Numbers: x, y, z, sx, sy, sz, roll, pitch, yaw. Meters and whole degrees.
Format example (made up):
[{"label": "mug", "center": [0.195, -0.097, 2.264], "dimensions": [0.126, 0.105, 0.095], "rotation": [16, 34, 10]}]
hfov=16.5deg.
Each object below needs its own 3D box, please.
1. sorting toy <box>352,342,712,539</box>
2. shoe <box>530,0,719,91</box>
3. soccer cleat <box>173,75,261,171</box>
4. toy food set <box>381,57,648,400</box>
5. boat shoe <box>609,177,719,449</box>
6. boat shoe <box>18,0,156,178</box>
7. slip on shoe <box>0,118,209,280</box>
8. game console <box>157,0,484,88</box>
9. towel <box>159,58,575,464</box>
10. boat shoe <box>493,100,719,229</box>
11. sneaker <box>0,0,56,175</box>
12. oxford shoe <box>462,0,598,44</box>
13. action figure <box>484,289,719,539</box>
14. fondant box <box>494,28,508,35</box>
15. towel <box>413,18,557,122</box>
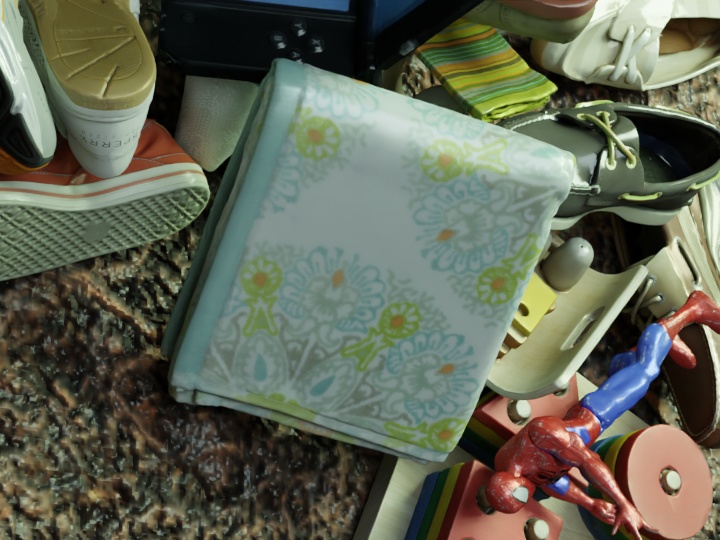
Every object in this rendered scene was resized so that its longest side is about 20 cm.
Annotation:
[{"label": "sorting toy", "center": [0.111, 0.140, 1.431], "dimensions": [0.200, 0.069, 0.200], "rotation": [35, 58, -22]}, {"label": "shoe", "center": [0.190, -0.153, 1.574], "dimensions": [0.199, 0.070, 0.053], "rotation": [-13, 44, -41]}, {"label": "soccer cleat", "center": [-0.046, -0.114, 1.405], "dimensions": [0.070, 0.087, 0.200], "rotation": [34, 29, 15]}, {"label": "toy food set", "center": [0.065, -0.031, 1.414], "dimensions": [0.200, 0.060, 0.144], "rotation": [42, 39, 0]}, {"label": "boat shoe", "center": [0.190, 0.017, 1.523], "dimensions": [0.071, 0.076, 0.201], "rotation": [8, 54, -25]}, {"label": "boat shoe", "center": [-0.149, -0.121, 1.298], "dimensions": [0.070, 0.070, 0.200], "rotation": [-1, 38, -12]}, {"label": "slip on shoe", "center": [-0.172, -0.040, 1.286], "dimensions": [0.199, 0.074, 0.061], "rotation": [-13, 60, -37]}, {"label": "game console", "center": [-0.012, -0.206, 1.306], "dimensions": [0.175, 0.117, 0.201], "rotation": [6, 56, -4]}, {"label": "towel", "center": [0.000, 0.000, 1.316], "dimensions": [0.170, 0.201, 0.048], "rotation": [16, 24, -16]}, {"label": "boat shoe", "center": [0.138, -0.067, 1.432], "dimensions": [0.201, 0.061, 0.072], "rotation": [-1, 59, -50]}, {"label": "sneaker", "center": [-0.188, -0.147, 1.214], "dimensions": [0.092, 0.075, 0.201], "rotation": [-34, 103, -44]}, {"label": "oxford shoe", "center": [0.040, -0.178, 1.410], "dimensions": [0.199, 0.075, 0.071], "rotation": [27, 65, 8]}, {"label": "action figure", "center": [0.149, 0.098, 1.380], "dimensions": [0.200, 0.065, 0.099], "rotation": [-31, 78, -38]}, {"label": "fondant box", "center": [0.101, -0.231, 1.455], "dimensions": [0.058, 0.200, 0.145], "rotation": [-22, 89, -41]}, {"label": "towel", "center": [0.028, -0.166, 1.441], "dimensions": [0.200, 0.018, 0.086], "rotation": [49, 31, 13]}]
